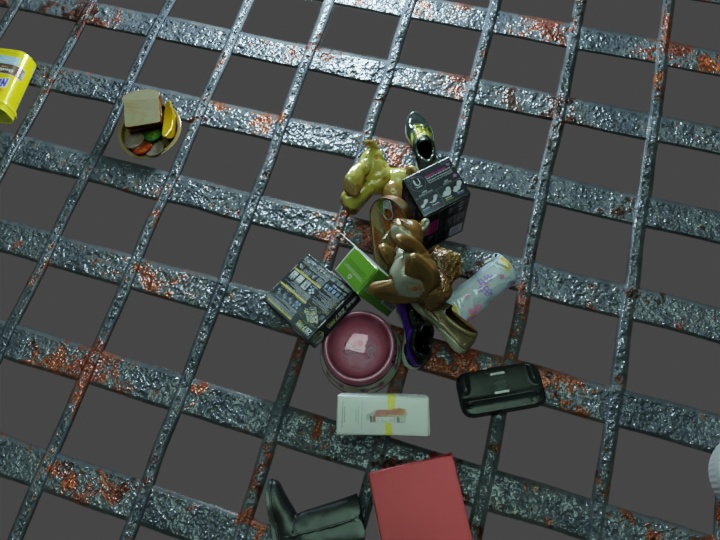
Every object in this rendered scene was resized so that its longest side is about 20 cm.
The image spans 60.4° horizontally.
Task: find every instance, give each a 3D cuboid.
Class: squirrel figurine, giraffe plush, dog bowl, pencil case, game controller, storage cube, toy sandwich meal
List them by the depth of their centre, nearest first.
[{"bbox_3d":[0.121,0.488,1.270,0.176,0.171,0.204,-13,69,0],"label":"storage cube"},{"bbox_3d":[0.127,-0.021,1.357,0.198,0.142,0.189,27,39,-23],"label":"squirrel figurine"},{"bbox_3d":[0.320,0.272,1.417,0.196,0.042,0.106,-9,54,0],"label":"game controller"},{"bbox_3d":[-0.001,0.184,1.450,0.196,0.074,0.204,-1,69,4],"label":"dog bowl"},{"bbox_3d":[0.279,0.048,1.471,0.199,0.091,0.083,-39,45,-9],"label":"pencil case"},{"bbox_3d":[0.059,-0.216,1.554,0.160,0.173,0.203,26,84,8],"label":"giraffe plush"},{"bbox_3d":[-0.594,-0.409,1.725,0.200,0.070,0.209,-1,69,4],"label":"toy sandwich meal"}]

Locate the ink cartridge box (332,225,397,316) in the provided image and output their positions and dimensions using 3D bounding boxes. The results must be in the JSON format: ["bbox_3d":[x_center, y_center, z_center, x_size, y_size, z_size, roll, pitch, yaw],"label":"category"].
[{"bbox_3d":[0.000,0.000,1.465,0.076,0.147,0.200,-48,49,3],"label":"ink cartridge box"}]

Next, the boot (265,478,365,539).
[{"bbox_3d":[-0.096,0.514,1.330,0.196,0.066,0.168,-13,77,2],"label":"boot"}]

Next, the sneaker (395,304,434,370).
[{"bbox_3d":[0.135,0.122,1.441,0.068,0.100,0.204,0,70,-20],"label":"sneaker"}]

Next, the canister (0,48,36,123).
[{"bbox_3d":[-1.050,-0.541,1.803,0.145,0.087,0.204,8,68,7],"label":"canister"}]

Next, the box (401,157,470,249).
[{"bbox_3d":[0.179,-0.157,1.500,0.130,0.201,0.116,-26,70,-7],"label":"box"}]

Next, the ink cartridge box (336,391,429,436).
[{"bbox_3d":[0.051,0.311,1.351,0.195,0.145,0.085,1,81,4],"label":"ink cartridge box"}]

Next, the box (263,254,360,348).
[{"bbox_3d":[-0.118,0.068,1.479,0.161,0.049,0.199,-44,49,-14],"label":"box"}]

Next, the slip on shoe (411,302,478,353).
[{"bbox_3d":[0.182,0.094,1.393,0.201,0.075,0.061,51,122,19],"label":"slip on shoe"}]

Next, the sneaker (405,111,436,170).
[{"bbox_3d":[0.167,-0.345,1.637,0.073,0.085,0.204,-13,68,-2],"label":"sneaker"}]

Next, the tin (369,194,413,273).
[{"bbox_3d":[0.078,-0.083,1.498,0.110,0.204,0.042,10,27,33],"label":"tin"}]

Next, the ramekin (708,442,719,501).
[{"bbox_3d":[0.826,0.429,1.283,0.198,0.095,0.206,-2,68,4],"label":"ramekin"}]
